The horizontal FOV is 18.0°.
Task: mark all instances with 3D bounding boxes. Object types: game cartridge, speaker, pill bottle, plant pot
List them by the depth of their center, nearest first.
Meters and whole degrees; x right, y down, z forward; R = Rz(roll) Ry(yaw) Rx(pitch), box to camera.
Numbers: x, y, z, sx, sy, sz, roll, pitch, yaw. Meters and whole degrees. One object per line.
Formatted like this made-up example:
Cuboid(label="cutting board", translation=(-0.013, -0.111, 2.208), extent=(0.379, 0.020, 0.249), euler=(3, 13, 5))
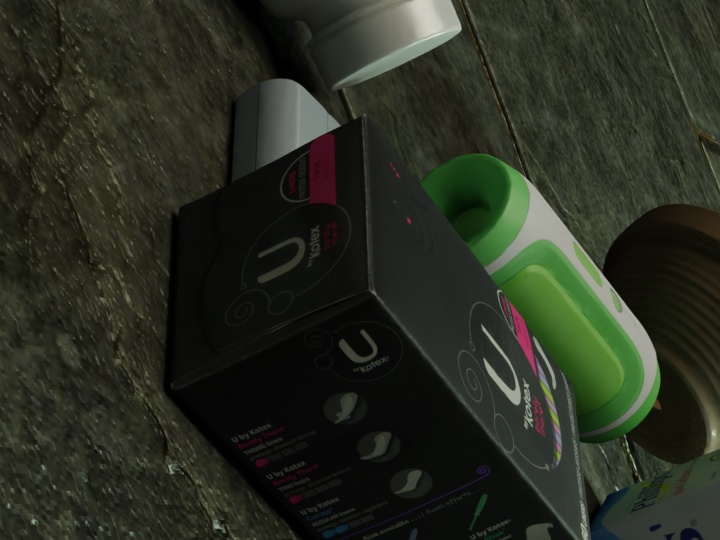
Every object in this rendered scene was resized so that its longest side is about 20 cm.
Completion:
Cuboid(label="game cartridge", translation=(0.000, 0.000, 1.171), extent=(0.200, 0.040, 0.134), euler=(52, 20, -34))
Cuboid(label="pill bottle", translation=(-0.022, -0.206, 1.242), extent=(0.201, 0.111, 0.111), euler=(66, 19, 1))
Cuboid(label="speaker", translation=(0.102, 0.020, 1.334), extent=(0.200, 0.088, 0.089), euler=(48, 25, -41))
Cuboid(label="plant pot", translation=(0.223, 0.063, 1.529), extent=(0.093, 0.200, 0.202), euler=(-35, 103, -29))

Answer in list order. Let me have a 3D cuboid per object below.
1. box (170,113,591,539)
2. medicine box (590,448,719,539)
Cuboid(label="box", translation=(0.012, 0.051, 1.031), extent=(0.200, 0.106, 0.123), euler=(50, 24, -36))
Cuboid(label="medicine box", translation=(0.265, 0.194, 1.380), extent=(0.183, 0.199, 0.103), euler=(65, 17, -1))
